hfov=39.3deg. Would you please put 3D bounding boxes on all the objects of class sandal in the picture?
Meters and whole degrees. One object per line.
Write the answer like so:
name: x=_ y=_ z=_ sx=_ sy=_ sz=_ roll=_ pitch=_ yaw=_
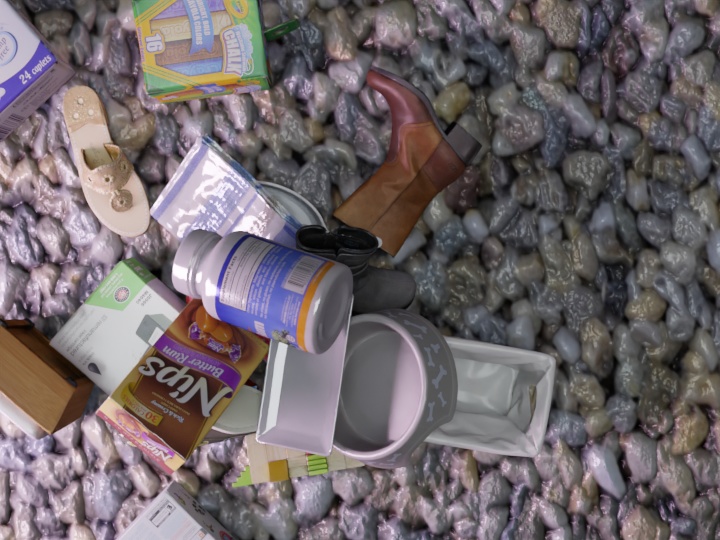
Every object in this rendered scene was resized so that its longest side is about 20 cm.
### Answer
sandal: x=-0.342 y=-0.141 z=1.318 sx=0.077 sy=0.070 sz=0.213 roll=-21 pitch=93 yaw=-1

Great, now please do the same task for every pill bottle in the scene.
pill bottle: x=-0.118 y=0.018 z=1.198 sx=0.199 sy=0.112 sz=0.113 roll=18 pitch=92 yaw=18

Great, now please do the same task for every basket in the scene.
basket: x=0.140 y=0.155 z=1.324 sx=0.199 sy=0.123 sz=0.137 roll=10 pitch=92 yaw=-4

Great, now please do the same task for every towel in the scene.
towel: x=-0.172 y=-0.061 z=1.317 sx=0.200 sy=0.024 sz=0.147 roll=43 pitch=116 yaw=2

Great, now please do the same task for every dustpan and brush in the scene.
dustpan and brush: x=-0.071 y=-0.044 z=1.337 sx=0.199 sy=0.057 sz=0.141 roll=4 pitch=93 yaw=-2

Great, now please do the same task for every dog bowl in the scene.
dog bowl: x=0.020 y=0.143 z=1.240 sx=0.199 sy=0.059 sz=0.202 roll=-7 pitch=78 yaw=34

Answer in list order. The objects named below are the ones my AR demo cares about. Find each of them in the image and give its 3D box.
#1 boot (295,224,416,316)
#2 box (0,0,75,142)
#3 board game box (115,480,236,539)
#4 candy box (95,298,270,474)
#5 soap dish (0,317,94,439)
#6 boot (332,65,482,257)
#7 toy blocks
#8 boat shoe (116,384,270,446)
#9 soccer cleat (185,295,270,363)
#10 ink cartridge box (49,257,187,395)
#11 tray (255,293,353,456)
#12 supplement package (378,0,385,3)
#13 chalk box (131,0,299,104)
boot: x=0.000 y=0.000 z=1.286 sx=0.199 sy=0.132 sz=0.070 roll=-1 pitch=56 yaw=-25
box: x=-0.507 y=-0.274 z=1.288 sx=0.184 sy=0.105 sz=0.200 roll=-43 pitch=93 yaw=-1
board game box: x=-0.234 y=0.408 z=1.350 sx=0.200 sy=0.064 sz=0.148 roll=45 pitch=91 yaw=-2
candy box: x=-0.209 y=0.131 z=1.213 sx=0.117 sy=0.056 sz=0.200 roll=40 pitch=49 yaw=-6
soap dish: x=-0.415 y=0.129 z=1.263 sx=0.157 sy=0.200 sz=0.081 roll=42 pitch=84 yaw=-3
boot: x=0.032 y=-0.148 z=1.350 sx=0.188 sy=0.069 sz=0.200 roll=40 pitch=98 yaw=-11
toy blocks: x=-0.079 y=0.202 z=1.341 sx=0.199 sy=0.100 sz=0.138 roll=-8 pitch=82 yaw=-4
boat shoe: x=-0.205 y=0.185 z=1.262 sx=0.200 sy=0.060 sz=0.072 roll=2 pitch=52 yaw=-25
soccer cleat: x=-0.142 y=0.078 z=1.328 sx=0.199 sy=0.076 sz=0.067 roll=33 pitch=72 yaw=-4
ink cartridge box: x=-0.278 y=0.103 z=1.323 sx=0.200 sy=0.084 sz=0.146 roll=41 pitch=90 yaw=-4
tray: x=-0.065 y=0.121 z=1.246 sx=0.107 sy=0.022 sz=0.201 roll=7 pitch=86 yaw=26
supplement package: x=-0.002 y=-0.462 z=1.275 sx=0.200 sy=0.156 sz=0.111 roll=45 pitch=91 yaw=-3
chalk box: x=-0.176 y=-0.291 z=1.292 sx=0.199 sy=0.124 sz=0.125 roll=-7 pitch=92 yaw=-1
